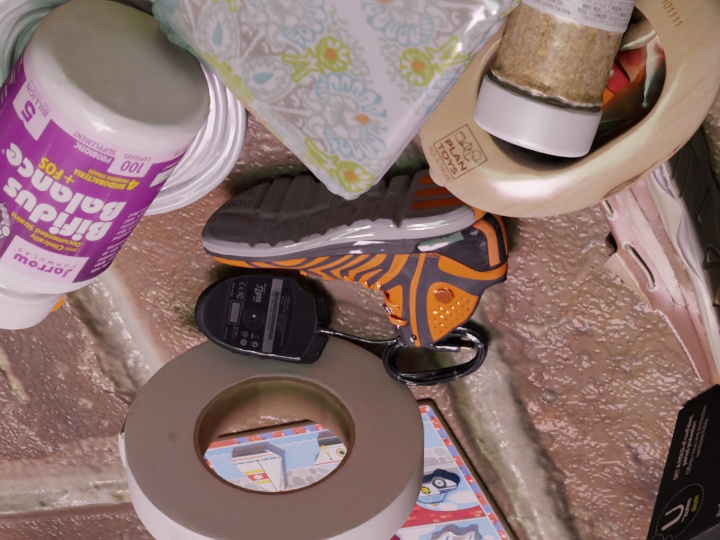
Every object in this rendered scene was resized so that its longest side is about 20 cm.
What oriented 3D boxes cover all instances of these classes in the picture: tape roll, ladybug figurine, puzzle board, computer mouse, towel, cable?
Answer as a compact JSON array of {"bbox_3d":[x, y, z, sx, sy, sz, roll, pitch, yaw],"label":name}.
[{"bbox_3d":[-0.058,0.120,1.662,0.203,0.203,0.037,10,135,12],"label":"tape roll"},{"bbox_3d":[0.123,-0.109,1.442,0.200,0.072,0.136,-30,91,20],"label":"ladybug figurine"},{"bbox_3d":[-0.004,0.166,1.817,0.200,0.017,0.151,-12,126,29],"label":"puzzle board"},{"bbox_3d":[-0.013,0.041,1.691,0.200,0.059,0.034,11,178,5],"label":"computer mouse"},{"bbox_3d":[-0.015,-0.153,1.397,0.171,0.048,0.200,43,135,5],"label":"towel"},{"bbox_3d":[-0.160,-0.125,1.553,0.200,0.069,0.200,41,126,-13],"label":"cable"}]

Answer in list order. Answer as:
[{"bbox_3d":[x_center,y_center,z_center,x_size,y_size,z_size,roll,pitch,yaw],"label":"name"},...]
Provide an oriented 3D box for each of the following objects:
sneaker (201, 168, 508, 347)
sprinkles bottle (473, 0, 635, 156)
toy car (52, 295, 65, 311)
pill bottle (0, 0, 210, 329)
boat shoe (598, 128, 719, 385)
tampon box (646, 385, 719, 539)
[{"bbox_3d":[0.000,0.000,1.614,0.200,0.078,0.112,-2,130,22],"label":"sneaker"},{"bbox_3d":[0.121,-0.164,1.357,0.068,0.068,0.200,18,106,4],"label":"sprinkles bottle"},{"bbox_3d":[-0.289,-0.017,1.634,0.200,0.184,0.177,36,134,-16],"label":"toy car"},{"bbox_3d":[-0.180,-0.057,1.493,0.112,0.112,0.200,30,128,-9],"label":"pill bottle"},{"bbox_3d":[0.187,-0.017,1.536,0.072,0.076,0.200,-5,121,30],"label":"boat shoe"},{"bbox_3d":[0.297,0.133,1.574,0.126,0.150,0.200,39,133,-15],"label":"tampon box"}]
